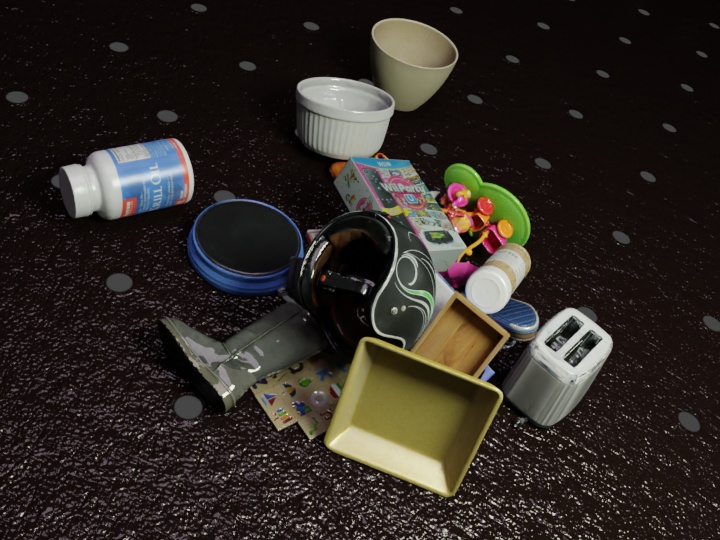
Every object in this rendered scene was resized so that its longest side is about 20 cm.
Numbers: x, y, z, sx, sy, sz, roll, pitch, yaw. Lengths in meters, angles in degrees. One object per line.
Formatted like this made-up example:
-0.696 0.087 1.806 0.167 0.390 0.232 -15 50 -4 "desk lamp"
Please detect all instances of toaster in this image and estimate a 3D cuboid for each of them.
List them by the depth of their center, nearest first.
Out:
0.306 0.151 1.218 0.113 0.130 0.199 40 47 23 "toaster"

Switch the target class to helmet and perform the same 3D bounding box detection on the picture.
0.017 0.029 1.109 0.196 0.191 0.203 -11 59 19 "helmet"

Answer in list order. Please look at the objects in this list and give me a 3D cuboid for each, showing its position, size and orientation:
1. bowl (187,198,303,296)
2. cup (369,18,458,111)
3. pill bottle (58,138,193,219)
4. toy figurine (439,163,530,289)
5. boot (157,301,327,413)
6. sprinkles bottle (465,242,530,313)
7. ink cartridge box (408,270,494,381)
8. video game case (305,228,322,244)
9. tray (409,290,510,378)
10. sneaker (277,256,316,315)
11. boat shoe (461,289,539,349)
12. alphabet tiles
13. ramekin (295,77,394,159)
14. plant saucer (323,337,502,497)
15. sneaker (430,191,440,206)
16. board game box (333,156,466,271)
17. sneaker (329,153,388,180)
-0.189 -0.044 1.302 0.197 0.040 0.203 10 44 -10 "bowl"
0.102 -0.444 1.732 0.196 0.145 0.202 10 43 -10 "cup"
-0.385 -0.147 1.282 0.197 0.113 0.113 -18 54 -32 "pill bottle"
0.179 -0.062 1.377 0.201 0.150 0.184 49 55 -7 "toy figurine"
-0.171 0.095 1.139 0.182 0.073 0.199 46 57 12 "boot"
0.223 0.009 1.244 0.068 0.069 0.200 31 24 13 "sprinkles bottle"
0.117 0.099 1.191 0.200 0.137 0.076 48 10 28 "ink cartridge box"
0.000 0.000 1.341 0.140 0.018 0.202 -5 48 -24 "video game case"
0.116 0.140 1.118 0.098 0.201 0.037 38 8 10 "tray"
-0.049 -0.004 1.262 0.112 0.077 0.200 14 37 32 "sneaker"
0.224 0.085 1.240 0.071 0.074 0.200 -8 15 -14 "boat shoe"
-0.067 0.162 1.163 0.198 0.006 0.167 -20 55 -34 "alphabet tiles"
-0.036 -0.299 1.539 0.196 0.107 0.201 8 29 -4 "ramekin"
0.068 0.190 1.050 0.197 0.203 0.049 21 30 2 "plant saucer"
0.077 -0.091 1.434 0.089 0.080 0.200 15 31 22 "sneaker"
0.064 -0.092 1.285 0.146 0.065 0.202 -4 53 -43 "board game box"
0.022 -0.188 1.465 0.198 0.079 0.073 15 30 37 "sneaker"
